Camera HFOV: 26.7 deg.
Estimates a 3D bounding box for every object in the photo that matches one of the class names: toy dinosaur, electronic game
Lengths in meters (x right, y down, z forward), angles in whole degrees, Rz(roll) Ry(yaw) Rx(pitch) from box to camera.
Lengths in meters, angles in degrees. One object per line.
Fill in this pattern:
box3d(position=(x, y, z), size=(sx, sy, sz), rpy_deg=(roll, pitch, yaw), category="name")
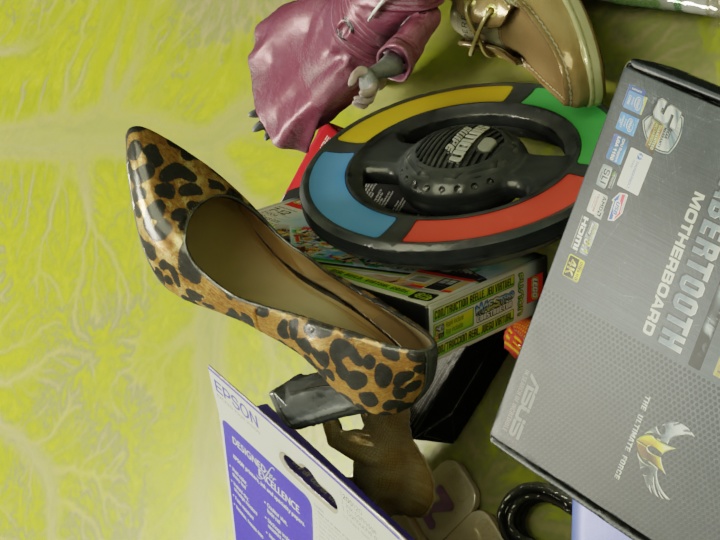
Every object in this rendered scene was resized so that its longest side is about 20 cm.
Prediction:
box3d(position=(0.009, 0.106, 0.937), size=(0.101, 0.058, 0.201), rpy_deg=(32, 132, 31), category="toy dinosaur")
box3d(position=(0.061, -0.061, 0.898), size=(0.199, 0.199, 0.042), rpy_deg=(20, 133, 41), category="electronic game")

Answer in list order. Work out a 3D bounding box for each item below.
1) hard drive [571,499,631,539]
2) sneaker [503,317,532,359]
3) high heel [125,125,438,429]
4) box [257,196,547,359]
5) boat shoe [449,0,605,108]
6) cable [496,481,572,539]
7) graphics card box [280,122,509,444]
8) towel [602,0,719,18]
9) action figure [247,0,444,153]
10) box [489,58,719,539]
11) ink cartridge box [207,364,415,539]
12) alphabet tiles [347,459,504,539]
box3d(position=(0.162, 0.093, 0.734), size=(0.131, 0.025, 0.202), rpy_deg=(2, 91, 42), category="hard drive")
box3d(position=(0.173, 0.051, 0.845), size=(0.199, 0.073, 0.078), rpy_deg=(13, 86, 31), category="sneaker")
box3d(position=(-0.041, -0.008, 0.804), size=(0.142, 0.071, 0.201), rpy_deg=(-21, 106, 53), category="high heel")
box3d(position=(0.000, 0.000, 0.905), size=(0.199, 0.110, 0.035), rpy_deg=(16, 116, 40), category="box")
box3d(position=(0.086, -0.165, 0.946), size=(0.066, 0.074, 0.201), rpy_deg=(-21, 49, -9), category="boat shoe")
box3d(position=(0.153, 0.164, 0.843), size=(0.200, 0.050, 0.098), rpy_deg=(37, 104, 38), category="cable")
box3d(position=(0.018, 0.005, 0.996), size=(0.200, 0.051, 0.126), rpy_deg=(41, 107, 39), category="graphics card box")
box3d(position=(0.207, -0.225, 0.900), size=(0.199, 0.031, 0.151), rpy_deg=(18, 95, 40), category="towel")
box3d(position=(0.009, -0.151, 0.952), size=(0.200, 0.148, 0.135), rpy_deg=(-32, 72, 48), category="action figure")
box3d(position=(0.158, 0.025, 0.686), size=(0.157, 0.051, 0.202), rpy_deg=(32, 111, 37), category="box")
box3d(position=(-0.012, 0.170, 0.902), size=(0.198, 0.043, 0.201), rpy_deg=(37, 143, 40), category="ink cartridge box")
box3d(position=(0.024, 0.225, 0.967), size=(0.196, 0.015, 0.201), rpy_deg=(-48, 54, 23), category="alphabet tiles")
